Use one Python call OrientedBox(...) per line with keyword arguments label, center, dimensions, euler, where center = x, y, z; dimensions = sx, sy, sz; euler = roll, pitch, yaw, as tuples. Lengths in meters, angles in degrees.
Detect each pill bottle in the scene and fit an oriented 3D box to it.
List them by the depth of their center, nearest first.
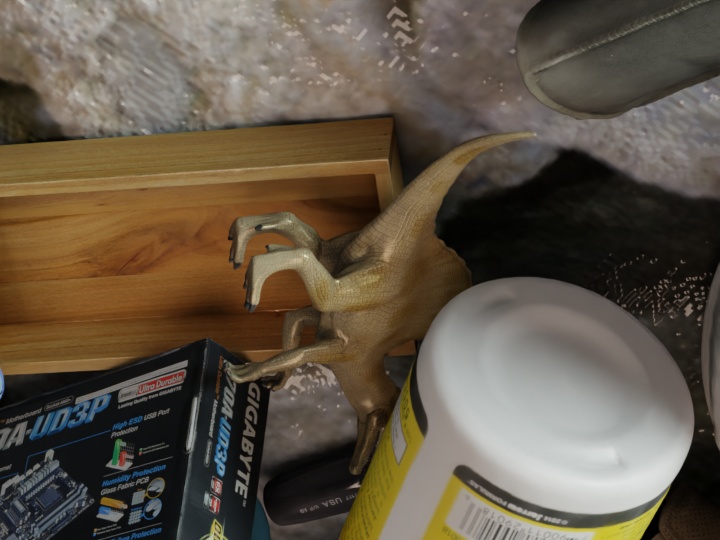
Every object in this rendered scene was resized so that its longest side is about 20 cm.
OrientedBox(label="pill bottle", center=(0.051, 0.107, 0.855), dimensions=(0.111, 0.112, 0.201), euler=(17, 132, -6))

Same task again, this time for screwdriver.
OrientedBox(label="screwdriver", center=(0.044, 0.076, 0.938), dimensions=(0.199, 0.028, 0.029), euler=(-24, 91, 21))

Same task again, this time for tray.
OrientedBox(label="tray", center=(-0.079, -0.009, 0.886), dimensions=(0.199, 0.037, 0.099), euler=(-3, 126, 9))

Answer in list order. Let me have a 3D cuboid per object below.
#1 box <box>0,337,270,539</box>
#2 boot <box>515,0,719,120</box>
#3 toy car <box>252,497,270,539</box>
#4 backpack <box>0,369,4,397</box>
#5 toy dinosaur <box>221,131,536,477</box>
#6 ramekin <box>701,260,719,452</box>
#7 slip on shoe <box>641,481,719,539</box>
OrientedBox(label="box", center=(-0.137, 0.129, 0.893), dimensions=(0.199, 0.160, 0.046), euler=(-19, 138, 31))
OrientedBox(label="boot", center=(0.178, -0.112, 0.749), dimensions=(0.200, 0.181, 0.073), euler=(-30, 75, 43))
OrientedBox(label="toy car", center=(-0.105, 0.224, 0.940), dimensions=(0.184, 0.201, 0.177), euler=(-31, 118, 35))
OrientedBox(label="backpack", center=(-0.252, 0.019, 0.845), dimensions=(0.182, 0.135, 0.200), euler=(7, 142, 39))
OrientedBox(label="toy dinosaur", center=(0.000, 0.000, 0.840), dimensions=(0.100, 0.058, 0.201), euler=(3, 134, -15))
OrientedBox(label="ramekin", center=(0.226, 0.044, 0.810), dimensions=(0.201, 0.094, 0.204), euler=(5, 106, 17))
OrientedBox(label="slip on shoe", center=(0.145, 0.126, 0.927), dimensions=(0.199, 0.076, 0.061), euler=(7, 109, 25))
